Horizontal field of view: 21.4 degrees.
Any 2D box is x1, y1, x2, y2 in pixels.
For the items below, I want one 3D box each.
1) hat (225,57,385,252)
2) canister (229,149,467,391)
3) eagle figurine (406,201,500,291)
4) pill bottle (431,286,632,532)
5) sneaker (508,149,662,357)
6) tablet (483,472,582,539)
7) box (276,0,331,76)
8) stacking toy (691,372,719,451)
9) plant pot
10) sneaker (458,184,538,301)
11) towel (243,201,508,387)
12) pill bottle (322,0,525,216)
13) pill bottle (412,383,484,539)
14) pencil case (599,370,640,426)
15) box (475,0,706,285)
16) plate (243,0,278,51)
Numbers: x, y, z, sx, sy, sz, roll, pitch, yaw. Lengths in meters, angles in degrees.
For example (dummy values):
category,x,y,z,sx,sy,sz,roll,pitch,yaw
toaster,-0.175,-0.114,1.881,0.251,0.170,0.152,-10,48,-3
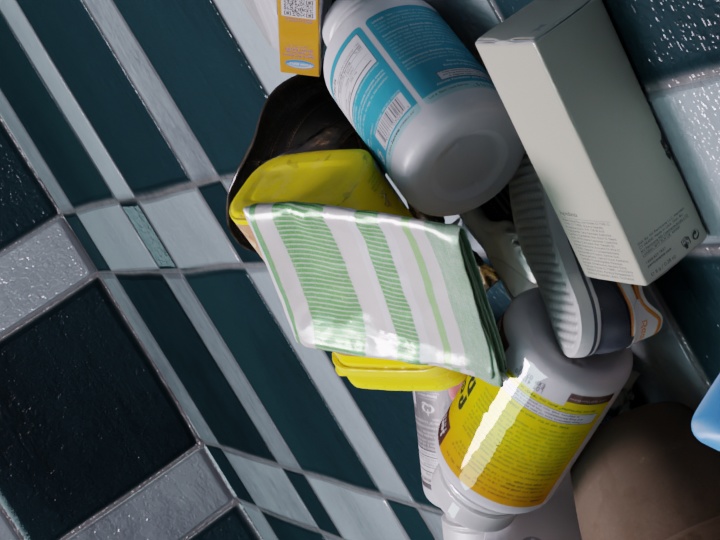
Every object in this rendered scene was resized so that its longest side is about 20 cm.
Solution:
category,x,y,z,sx,sy,sz,roll,pitch,yaw
hat,-0.026,-0.089,1.711,0.081,0.201,0.201,33,154,29
canister,0.000,0.000,1.551,0.148,0.087,0.200,-1,135,44
eagle figurine,0.045,-0.038,1.676,0.200,0.152,0.150,43,137,-22
pill bottle,0.128,0.116,1.515,0.109,0.109,0.201,48,132,25
sneaker,0.172,-0.022,1.468,0.079,0.079,0.201,107,154,-54
tablet,0.161,0.242,1.573,0.129,0.201,0.014,23,133,-7
box,-0.044,-0.252,1.580,0.200,0.041,0.120,96,-179,-63
stacking toy,0.319,0.135,1.320,0.116,0.110,0.200,26,159,39
plant pot,0.248,0.205,1.515,0.201,0.199,0.175,82,166,-56
sneaker,0.137,-0.017,1.562,0.200,0.073,0.071,48,170,29
towel,0.011,0.015,1.450,0.199,0.023,0.153,11,136,36
pill bottle,0.041,-0.143,1.511,0.200,0.110,0.111,57,168,40
pill bottle,0.109,0.162,1.807,0.111,0.110,0.202,-163,64,-65
pencil case,0.207,0.145,1.663,0.089,0.078,0.201,31,151,37
box,0.164,-0.092,1.351,0.082,0.068,0.201,12,133,59
plate,-0.104,-0.289,1.728,0.200,0.032,0.201,-120,8,-56
